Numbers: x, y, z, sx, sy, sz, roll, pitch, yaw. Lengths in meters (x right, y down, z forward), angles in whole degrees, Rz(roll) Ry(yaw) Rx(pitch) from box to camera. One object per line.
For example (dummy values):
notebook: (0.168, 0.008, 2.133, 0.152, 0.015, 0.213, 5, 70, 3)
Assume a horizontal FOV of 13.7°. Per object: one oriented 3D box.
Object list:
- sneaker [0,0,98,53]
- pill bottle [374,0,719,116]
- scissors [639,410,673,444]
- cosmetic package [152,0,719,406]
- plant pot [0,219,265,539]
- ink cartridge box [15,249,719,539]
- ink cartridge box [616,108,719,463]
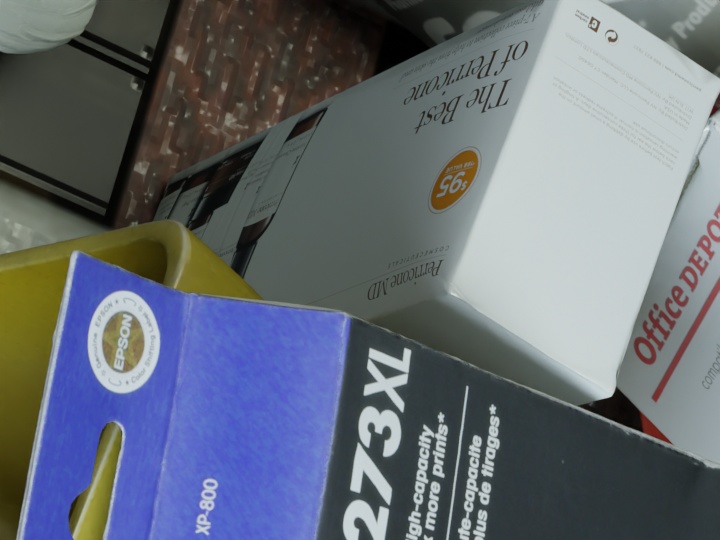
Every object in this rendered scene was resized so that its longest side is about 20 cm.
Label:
sneaker: (-0.138, -0.133, 0.746, 0.200, 0.072, 0.073, 43, 24, -29)
pill bottle: (0.038, -0.118, 0.821, 0.200, 0.114, 0.114, 38, 63, -17)
scissors: (0.078, 0.071, 0.798, 0.200, 0.014, 0.074, -40, 114, -66)
cosmetic package: (0.000, 0.000, 0.722, 0.050, 0.200, 0.083, 29, 66, -22)
plant pot: (-0.065, 0.128, 0.672, 0.176, 0.199, 0.201, 35, 63, -32)
ink cartridge box: (0.011, 0.067, 0.604, 0.199, 0.037, 0.095, 22, 73, -45)
ink cartridge box: (0.134, -0.014, 0.787, 0.200, 0.116, 0.067, -36, 72, -30)
